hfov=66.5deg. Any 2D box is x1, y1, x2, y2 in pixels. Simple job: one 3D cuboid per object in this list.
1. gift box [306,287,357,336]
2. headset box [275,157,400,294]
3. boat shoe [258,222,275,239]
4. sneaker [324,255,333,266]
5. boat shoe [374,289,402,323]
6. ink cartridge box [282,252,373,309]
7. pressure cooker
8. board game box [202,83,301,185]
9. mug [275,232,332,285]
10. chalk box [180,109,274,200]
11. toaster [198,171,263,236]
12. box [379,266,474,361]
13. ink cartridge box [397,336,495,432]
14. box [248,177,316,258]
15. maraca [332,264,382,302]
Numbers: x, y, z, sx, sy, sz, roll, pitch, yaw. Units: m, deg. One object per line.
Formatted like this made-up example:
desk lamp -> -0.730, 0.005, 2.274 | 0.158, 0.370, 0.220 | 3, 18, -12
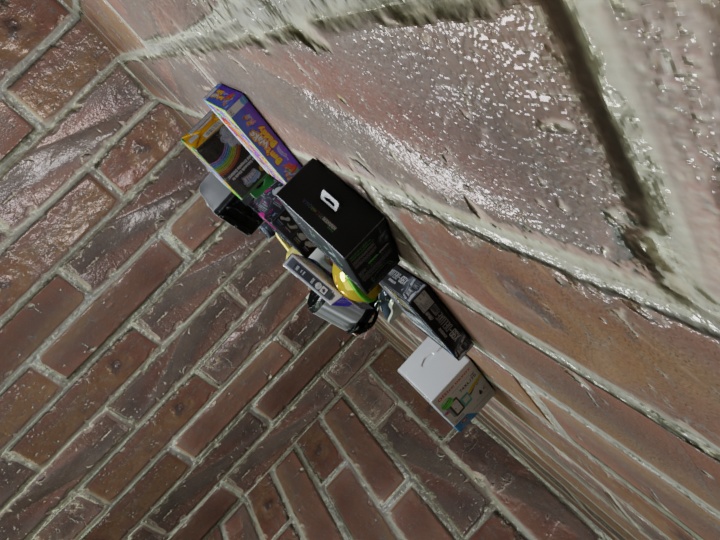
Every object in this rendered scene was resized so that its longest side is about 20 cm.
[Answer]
gift box -> -0.060, 0.078, 1.844 | 0.200, 0.185, 0.186 | 51, 163, -28
headset box -> -0.035, -0.073, 0.940 | 0.174, 0.093, 0.200 | 42, 174, 23
boat shoe -> -0.310, -0.155, 1.948 | 0.071, 0.091, 0.200 | 46, 173, 4
sneaker -> -0.016, -0.018, 1.313 | 0.104, 0.076, 0.200 | 21, 163, 19
boat shoe -> 0.073, 0.078, 1.364 | 0.062, 0.075, 0.200 | 41, 172, 17
ink cartridge box -> -0.070, 0.041, 1.289 | 0.200, 0.044, 0.198 | 38, -177, 11
pressure cooker -> -0.032, 0.080, 1.581 | 0.199, 0.177, 0.179 | 31, 179, -16
board game box -> -0.200, -0.256, 1.052 | 0.200, 0.045, 0.134 | 49, 173, -39
mug -> -0.130, -0.053, 1.479 | 0.186, 0.153, 0.150 | 41, 174, 34
chalk box -> -0.280, -0.253, 1.242 | 0.124, 0.125, 0.200 | 37, 170, 49
toaster -> -0.307, -0.215, 1.476 | 0.119, 0.200, 0.181 | 44, -177, 25
box -> 0.125, 0.078, 1.113 | 0.200, 0.050, 0.158 | 48, 174, -33
ink cartridge box -> 0.226, 0.290, 1.435 | 0.146, 0.147, 0.200 | 39, 173, 47
box -> -0.162, -0.134, 1.312 | 0.132, 0.115, 0.200 | 46, 175, -31
maraca -> 0.000, 0.000, 1.204 | 0.138, 0.106, 0.200 | 62, -163, -7
